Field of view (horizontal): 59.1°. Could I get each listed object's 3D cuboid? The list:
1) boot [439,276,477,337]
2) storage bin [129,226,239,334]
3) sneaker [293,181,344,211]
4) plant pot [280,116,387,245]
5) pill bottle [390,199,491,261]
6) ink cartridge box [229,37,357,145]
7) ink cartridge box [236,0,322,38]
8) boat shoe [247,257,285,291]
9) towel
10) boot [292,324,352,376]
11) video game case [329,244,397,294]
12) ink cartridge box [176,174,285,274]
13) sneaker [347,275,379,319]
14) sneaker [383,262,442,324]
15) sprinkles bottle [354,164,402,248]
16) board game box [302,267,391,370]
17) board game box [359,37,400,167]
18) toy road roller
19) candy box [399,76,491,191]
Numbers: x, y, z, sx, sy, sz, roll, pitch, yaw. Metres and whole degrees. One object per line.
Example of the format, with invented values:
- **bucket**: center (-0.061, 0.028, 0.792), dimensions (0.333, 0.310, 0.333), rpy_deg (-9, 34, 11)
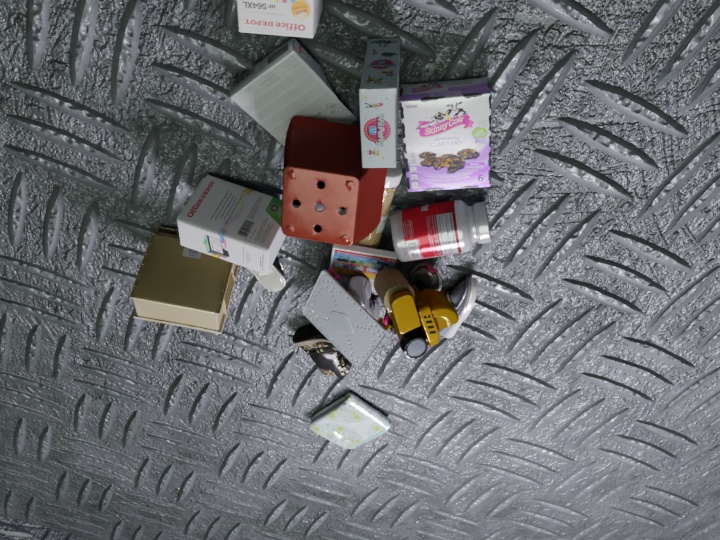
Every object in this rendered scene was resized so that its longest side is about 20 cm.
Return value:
- **boot**: center (0.204, 0.088, 1.514), dimensions (0.089, 0.073, 0.201), rpy_deg (10, 132, -11)
- **storage bin**: center (-0.391, 0.018, 1.437), dimensions (0.198, 0.200, 0.094), rpy_deg (11, 149, -4)
- **sneaker**: center (-0.067, -0.161, 1.326), dimensions (0.199, 0.074, 0.079), rpy_deg (-31, 117, 28)
- **plant pot**: center (-0.061, -0.153, 1.185), dimensions (0.198, 0.177, 0.201), rpy_deg (10, 120, 5)
- **pill bottle**: center (0.170, -0.087, 1.339), dimensions (0.198, 0.113, 0.113), rpy_deg (-8, 130, 13)
- **ink cartridge box**: center (-0.125, -0.326, 1.219), dimensions (0.161, 0.051, 0.200), rpy_deg (-26, 142, 25)
- **ink cartridge box**: center (-0.127, -0.474, 1.020), dimensions (0.127, 0.126, 0.201), rpy_deg (5, 131, 1)
- **boat shoe**: center (-0.235, -0.038, 1.458), dimensions (0.073, 0.061, 0.200), rpy_deg (-29, 125, 11)
- **towel**: center (-0.033, 0.451, 1.876), dimensions (0.171, 0.048, 0.200), rpy_deg (36, 125, -25)
- **boot**: center (-0.061, 0.203, 1.638), dimensions (0.198, 0.074, 0.151), rpy_deg (-11, 130, 26)
- **video game case**: center (0.000, 0.000, 1.449), dimensions (0.142, 0.018, 0.200), rpy_deg (9, 154, -3)
- **ink cartridge box**: center (-0.260, -0.098, 1.327), dimensions (0.198, 0.146, 0.084), rpy_deg (18, 141, 3)
- **sneaker**: center (-0.026, 0.076, 1.501), dimensions (0.114, 0.076, 0.200), rpy_deg (0, 152, 15)
- **sneaker**: center (0.122, 0.065, 1.485), dimensions (0.080, 0.075, 0.201), rpy_deg (39, 129, 11)
- **sprinkles bottle**: center (0.031, -0.137, 1.339), dimensions (0.068, 0.069, 0.201), rpy_deg (13, 132, -5)
- **board game box**: center (-0.035, 0.113, 1.457), dimensions (0.200, 0.026, 0.200), rpy_deg (44, 144, 11)
- **board game box**: center (0.037, -0.296, 1.110), dimensions (0.064, 0.201, 0.148), rpy_deg (1, 131, 4)
- **toy road roller**: center (0.126, 0.078, 1.391), dimensions (0.145, 0.123, 0.201), rpy_deg (-25, 122, -4)
- **candy box**: center (0.165, -0.257, 1.216), dimensions (0.166, 0.072, 0.201), rpy_deg (-3, 131, 8)
